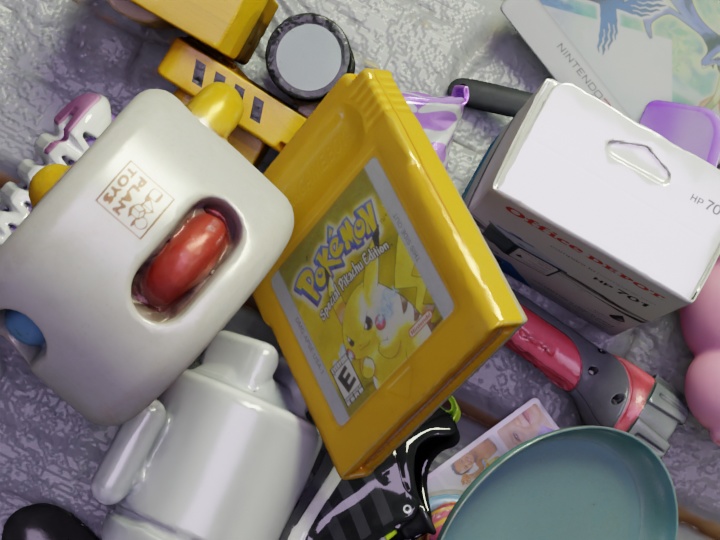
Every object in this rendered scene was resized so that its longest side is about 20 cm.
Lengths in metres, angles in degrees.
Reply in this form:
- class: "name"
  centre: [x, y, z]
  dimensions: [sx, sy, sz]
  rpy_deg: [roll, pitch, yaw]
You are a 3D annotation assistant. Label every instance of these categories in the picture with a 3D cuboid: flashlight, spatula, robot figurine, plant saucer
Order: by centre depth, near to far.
- class: "robot figurine"
  centre: [-0.098, 0.143, 1.152]
  dimensions: [0.169, 0.113, 0.201]
  rpy_deg: [30, 79, -34]
- class: "plant saucer"
  centre: [0.123, 0.191, 1.166]
  dimensions: [0.199, 0.027, 0.201]
  rpy_deg: [-12, 115, -26]
- class: "flashlight"
  centre: [0.127, 0.060, 1.205]
  dimensions: [0.200, 0.068, 0.068]
  rpy_deg: [34, 80, -2]
- class: "spatula"
  centre: [0.153, -0.105, 1.219]
  dimensions: [0.199, 0.021, 0.057]
  rpy_deg: [16, 89, 16]

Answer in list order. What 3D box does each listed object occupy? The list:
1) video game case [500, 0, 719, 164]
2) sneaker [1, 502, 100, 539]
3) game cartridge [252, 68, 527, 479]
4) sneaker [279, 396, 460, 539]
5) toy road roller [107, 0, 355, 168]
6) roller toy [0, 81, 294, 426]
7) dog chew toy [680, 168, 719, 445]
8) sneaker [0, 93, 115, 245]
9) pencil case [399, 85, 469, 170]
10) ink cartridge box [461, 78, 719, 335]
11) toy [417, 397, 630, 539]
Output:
- class: "video game case"
  centre: [0.226, -0.170, 1.198]
  dimensions: [0.200, 0.022, 0.182]
  rpy_deg: [-37, 96, 26]
- class: "sneaker"
  centre: [-0.180, 0.245, 1.148]
  dimensions: [0.074, 0.089, 0.201]
  rpy_deg: [-25, 85, -6]
- class: "game cartridge"
  centre: [0.000, 0.000, 1.087]
  dimensions: [0.032, 0.176, 0.200]
  rpy_deg: [-4, 56, -43]
- class: "sneaker"
  centre: [0.006, 0.165, 1.156]
  dimensions: [0.083, 0.072, 0.201]
  rpy_deg: [20, 75, 20]
- class: "toy road roller"
  centre: [-0.103, -0.132, 1.182]
  dimensions: [0.200, 0.123, 0.146]
  rpy_deg: [32, 93, -1]
- class: "roller toy"
  centre: [-0.143, -0.014, 1.068]
  dimensions: [0.140, 0.183, 0.200]
  rpy_deg: [42, 114, -9]
- class: "dog chew toy"
  centre: [0.273, 0.022, 1.188]
  dimensions: [0.124, 0.125, 0.201]
  rpy_deg: [17, 76, -3]
- class: "sneaker"
  centre: [-0.213, -0.020, 1.184]
  dimensions: [0.088, 0.080, 0.200]
  rpy_deg: [42, 87, -24]
- class: "pencil case"
  centre: [0.025, -0.021, 1.144]
  dimensions: [0.085, 0.084, 0.201]
  rpy_deg: [0, 99, -17]
- class: "ink cartridge box"
  centre: [0.147, -0.036, 1.150]
  dimensions: [0.146, 0.200, 0.086]
  rpy_deg: [30, 82, -1]
- class: "toy"
  centre: [0.076, 0.189, 1.195]
  dimensions: [0.200, 0.047, 0.115]
  rpy_deg: [-35, 86, -8]
